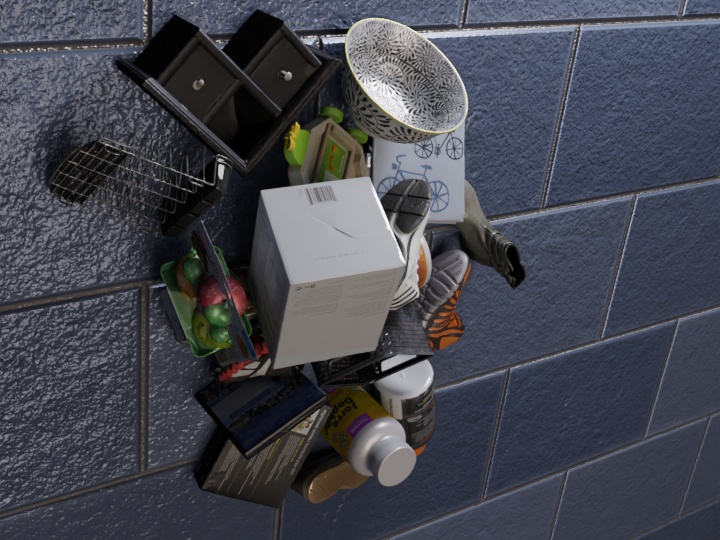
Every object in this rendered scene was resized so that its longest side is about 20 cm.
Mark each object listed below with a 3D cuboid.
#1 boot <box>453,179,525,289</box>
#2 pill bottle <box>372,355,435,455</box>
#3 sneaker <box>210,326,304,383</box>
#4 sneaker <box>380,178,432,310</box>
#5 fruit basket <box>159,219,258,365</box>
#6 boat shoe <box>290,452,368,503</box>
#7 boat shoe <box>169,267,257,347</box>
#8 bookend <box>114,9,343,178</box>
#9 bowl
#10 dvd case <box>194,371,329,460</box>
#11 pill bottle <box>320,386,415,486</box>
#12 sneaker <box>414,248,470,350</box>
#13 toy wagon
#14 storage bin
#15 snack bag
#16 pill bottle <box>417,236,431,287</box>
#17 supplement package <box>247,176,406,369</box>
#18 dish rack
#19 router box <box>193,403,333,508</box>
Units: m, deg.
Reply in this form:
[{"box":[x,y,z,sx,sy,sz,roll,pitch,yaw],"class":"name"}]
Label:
[{"box":[0.208,-0.064,1.587,0.068,0.131,0.200,-41,133,-10],"class":"boot"},{"box":[0.077,0.240,1.676,0.106,0.106,0.200,-28,139,-21],"class":"pill bottle"},{"box":[-0.137,0.127,1.422,0.098,0.071,0.200,39,128,-23],"class":"sneaker"},{"box":[0.059,-0.031,1.422,0.115,0.075,0.201,72,33,-54],"class":"sneaker"},{"box":[-0.197,0.037,1.253,0.094,0.200,0.186,-22,92,-17],"class":"fruit basket"},{"box":[-0.046,0.347,1.687,0.200,0.065,0.072,-13,116,-53],"class":"boat shoe"},{"box":[-0.185,0.032,1.391,0.200,0.076,0.072,-33,129,-19],"class":"boat shoe"},{"box":[-0.161,-0.259,1.222,0.200,0.092,0.199,-50,133,-3],"class":"bookend"},{"box":[0.042,-0.243,1.351,0.200,0.201,0.094,-1,149,-36],"class":"bowl"},{"box":[-0.149,0.187,1.422,0.143,0.200,0.018,-35,122,-15],"class":"dvd case"},{"box":[0.004,0.263,1.579,0.104,0.200,0.104,-18,125,-28],"class":"pill bottle"},{"box":[0.144,0.054,1.658,0.112,0.078,0.200,12,118,-45],"class":"sneaker"},{"box":[-0.052,-0.144,1.330,0.200,0.039,0.156,33,65,-53],"class":"toy wagon"},{"box":[0.013,0.113,1.495,0.135,0.094,0.200,-25,165,20],"class":"storage bin"},{"box":[0.084,-0.171,1.471,0.188,0.021,0.201,-2,94,-35],"class":"snack bag"},{"box":[0.000,0.000,1.482,0.200,0.112,0.112,-18,125,-28],"class":"pill bottle"},{"box":[-0.053,0.005,1.273,0.151,0.151,0.200,-9,146,-19],"class":"supplement package"},{"box":[-0.276,-0.111,1.205,0.200,0.055,0.153,19,143,-34],"class":"dish rack"},{"box":[-0.155,0.273,1.549,0.149,0.051,0.200,23,101,-31],"class":"router box"}]
